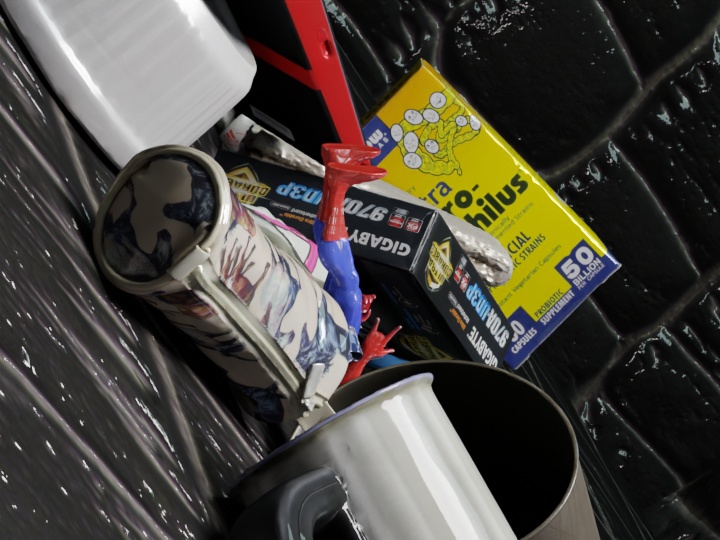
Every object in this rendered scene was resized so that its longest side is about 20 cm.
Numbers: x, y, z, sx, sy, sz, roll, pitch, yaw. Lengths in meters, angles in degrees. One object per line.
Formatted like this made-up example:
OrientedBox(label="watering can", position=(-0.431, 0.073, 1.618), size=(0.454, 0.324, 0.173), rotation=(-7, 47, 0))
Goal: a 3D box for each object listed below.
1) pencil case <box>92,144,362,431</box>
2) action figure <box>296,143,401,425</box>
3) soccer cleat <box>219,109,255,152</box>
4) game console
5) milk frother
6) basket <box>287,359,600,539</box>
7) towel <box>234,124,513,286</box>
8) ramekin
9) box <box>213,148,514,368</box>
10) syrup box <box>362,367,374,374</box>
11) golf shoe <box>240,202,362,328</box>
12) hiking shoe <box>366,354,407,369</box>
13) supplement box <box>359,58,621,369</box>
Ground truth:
OrientedBox(label="pencil case", position=(-0.067, 0.011, 1.287), size=(0.089, 0.078, 0.200), rotation=(45, -3, 32))
OrientedBox(label="action figure", position=(-0.010, 0.033, 1.407), size=(0.065, 0.051, 0.201), rotation=(-117, -147, -68))
OrientedBox(label="soccer cleat", position=(-0.063, -0.076, 1.852), size=(0.085, 0.069, 0.201), rotation=(37, 19, -39))
OrientedBox(label="game console", position=(-0.068, -0.157, 1.546), size=(0.200, 0.031, 0.178), rotation=(35, -27, 51))
OrientedBox(label="milk frother", position=(0.058, 0.135, 1.150), size=(0.189, 0.199, 0.180), rotation=(59, 10, 9))
OrientedBox(label="basket", position=(0.068, 0.168, 1.383), size=(0.179, 0.136, 0.201), rotation=(14, -35, 37))
OrientedBox(label="towel", position=(0.008, -0.042, 1.661), size=(0.199, 0.035, 0.133), rotation=(26, 6, -4))
OrientedBox(label="ramekin", position=(-0.140, -0.159, 1.440), size=(0.203, 0.094, 0.202), rotation=(57, 5, -8))
OrientedBox(label="box", position=(0.000, 0.000, 1.601), size=(0.158, 0.046, 0.200), rotation=(17, -17, 24))
OrientedBox(label="syrup box", position=(0.045, 0.089, 1.829), size=(0.201, 0.081, 0.079), rotation=(60, 8, 1))
OrientedBox(label="golf shoe", position=(-0.053, -0.001, 1.497), size=(0.092, 0.072, 0.200), rotation=(60, 6, 21))
OrientedBox(label="hiking shoe", position=(-0.007, 0.022, 1.747), size=(0.200, 0.087, 0.074), rotation=(43, 3, 4))
OrientedBox(label="supplement box", position=(0.076, -0.042, 1.783), size=(0.200, 0.109, 0.110), rotation=(45, 5, -4))
